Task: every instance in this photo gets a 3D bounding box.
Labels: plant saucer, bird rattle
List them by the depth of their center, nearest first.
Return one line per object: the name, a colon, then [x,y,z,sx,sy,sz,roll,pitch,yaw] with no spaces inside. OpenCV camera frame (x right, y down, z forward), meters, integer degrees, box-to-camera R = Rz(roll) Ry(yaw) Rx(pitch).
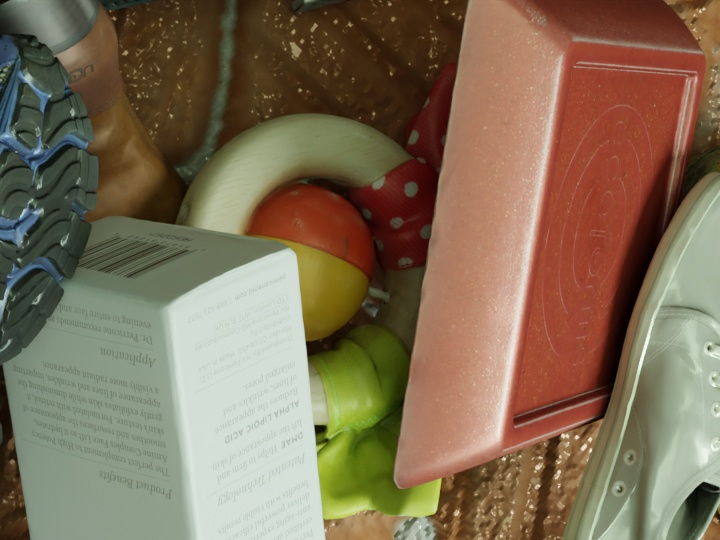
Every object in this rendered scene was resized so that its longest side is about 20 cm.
plant saucer: [0.089,-0.017,0.746,0.036,0.200,0.201,14,101,27]
bird rattle: [0.000,0.000,0.759,0.162,0.113,0.201,23,89,-29]

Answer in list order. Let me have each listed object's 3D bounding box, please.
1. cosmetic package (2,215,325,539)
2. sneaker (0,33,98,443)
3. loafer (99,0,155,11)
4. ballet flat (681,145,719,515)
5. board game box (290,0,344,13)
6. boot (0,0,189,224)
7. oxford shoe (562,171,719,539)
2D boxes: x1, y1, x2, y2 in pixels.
cosmetic package: [-0.071,0.089,0.685,0.074,0.101,0.201,-25,117,-45]
sneaker: [-0.153,0.012,0.610,0.078,0.075,0.201,24,94,14]
loafer: [-0.071,-0.152,0.752,0.199,0.071,0.068,-20,126,10]
ballet flat: [0.188,0.041,0.839,0.070,0.071,0.202,-10,92,-13]
board game box: [0.003,-0.230,0.813,0.125,0.035,0.201,-17,94,-12]
boot: [-0.170,-0.040,0.715,0.187,0.200,0.069,-22,56,-2]
oxford shoe: [0.140,0.056,0.774,0.057,0.075,0.201,12,78,28]
